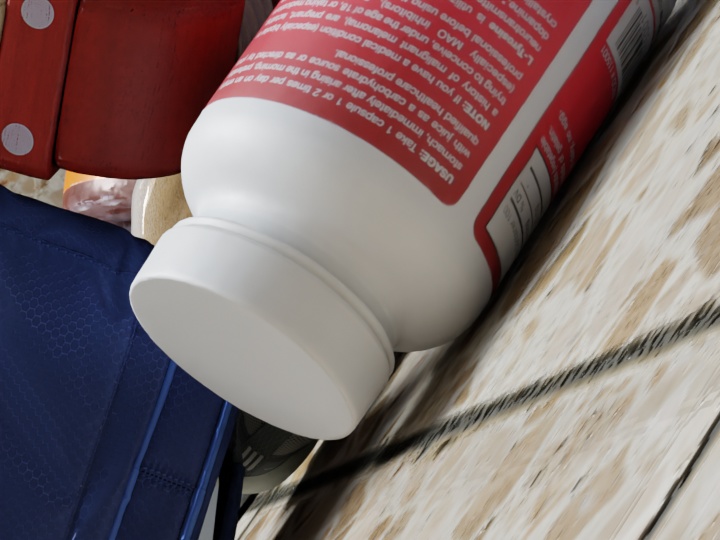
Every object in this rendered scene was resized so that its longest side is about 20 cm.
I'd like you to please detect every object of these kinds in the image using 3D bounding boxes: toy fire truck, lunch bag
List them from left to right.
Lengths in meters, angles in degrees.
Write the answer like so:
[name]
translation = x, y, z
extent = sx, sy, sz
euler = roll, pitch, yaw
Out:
[lunch bag]
translation = -0.107, 0.082, 1.025
extent = 0.136, 0.132, 0.200
euler = 124, 163, -70
[toy fire truck]
translation = -0.054, -0.073, 1.061
extent = 0.176, 0.200, 0.129
euler = -58, -17, -63

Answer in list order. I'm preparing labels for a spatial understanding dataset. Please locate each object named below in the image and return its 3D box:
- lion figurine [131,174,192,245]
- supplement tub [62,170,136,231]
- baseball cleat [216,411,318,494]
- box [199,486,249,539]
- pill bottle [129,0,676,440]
[lion figurine]
translation = -0.071, -0.029, 1.224
extent = 0.072, 0.122, 0.200
euler = 123, 150, -79
[supplement tub]
translation = -0.080, -0.070, 1.365
extent = 0.107, 0.107, 0.200
euler = 138, 139, -71
[baseball cleat]
translation = 0.000, 0.000, 1.155
extent = 0.106, 0.070, 0.200
euler = -37, 25, 50
[box]
translation = -0.062, 0.072, 1.353
extent = 0.156, 0.041, 0.200
euler = -54, 3, 3
[pill bottle]
translation = 0.013, -0.048, 0.972
extent = 0.200, 0.112, 0.112
euler = -56, 5, -23
